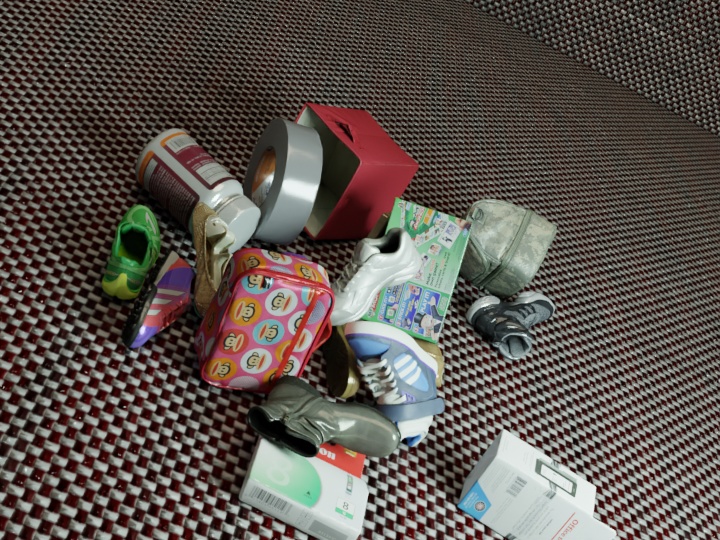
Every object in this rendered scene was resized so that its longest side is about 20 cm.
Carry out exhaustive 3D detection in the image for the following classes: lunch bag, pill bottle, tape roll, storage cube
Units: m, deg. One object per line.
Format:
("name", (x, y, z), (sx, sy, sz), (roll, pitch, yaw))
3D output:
("lunch bag", (0.247, -0.049, 1.889), (0.166, 0.141, 0.200), (31, -14, -1))
("pill bottle", (-0.260, -0.125, 1.636), (0.200, 0.115, 0.114), (42, 33, 18))
("tape roll", (-0.134, -0.147, 1.693), (0.065, 0.202, 0.202), (14, 34, -25))
("storage cube", (-0.033, -0.177, 1.832), (0.178, 0.202, 0.171), (-4, 44, -52))
("lunch bag", (-0.122, 0.075, 1.393), (0.173, 0.202, 0.082), (13, 30, -26))

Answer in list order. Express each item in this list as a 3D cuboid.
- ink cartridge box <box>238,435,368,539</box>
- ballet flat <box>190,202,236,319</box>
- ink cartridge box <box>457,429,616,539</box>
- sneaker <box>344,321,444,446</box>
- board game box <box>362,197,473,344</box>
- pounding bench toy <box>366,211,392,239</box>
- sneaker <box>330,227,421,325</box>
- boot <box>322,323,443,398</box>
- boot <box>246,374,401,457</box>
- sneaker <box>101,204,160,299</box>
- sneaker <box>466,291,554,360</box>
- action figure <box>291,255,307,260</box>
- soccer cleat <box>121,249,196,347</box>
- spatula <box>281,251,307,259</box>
("ink cartridge box", (-0.063, 0.254, 1.339), (0.159, 0.050, 0.201), (27, 33, -7))
("ballet flat", (-0.210, -0.022, 1.496), (0.070, 0.065, 0.204), (30, 43, -48))
("ink cartridge box", (0.252, 0.332, 1.435), (0.198, 0.117, 0.068), (32, 32, 1))
("sneaker", (0.040, 0.173, 1.452), (0.199, 0.079, 0.149), (36, 56, -42))
("board game box", (0.090, 0.000, 1.627), (0.132, 0.204, 0.029), (18, 4, 9))
("pounding bench toy", (0.082, -0.005, 1.747), (0.155, 0.125, 0.200), (35, 10, 6))
("sneaker", (0.000, 0.000, 1.552), (0.199, 0.100, 0.078), (-38, 47, -16))
("boot", (0.043, 0.146, 1.567), (0.197, 0.067, 0.177), (18, 34, -23))
("boot", (-0.049, 0.217, 1.338), (0.197, 0.069, 0.131), (23, 19, 5))
("sneaker", (-0.325, -0.039, 1.487), (0.073, 0.084, 0.202), (20, 32, -16))
("sneaker", (0.291, 0.104, 1.836), (0.197, 0.076, 0.115), (-1, 44, -33))
("action figure", (-0.113, 0.040, 1.550), (0.097, 0.066, 0.200), (22, 36, 16))
("soccer cleat", (-0.277, 0.048, 1.430), (0.073, 0.068, 0.201), (36, 30, -15))
("spatula", (-0.108, 0.041, 1.624), (0.055, 0.021, 0.202), (14, 36, -16))
